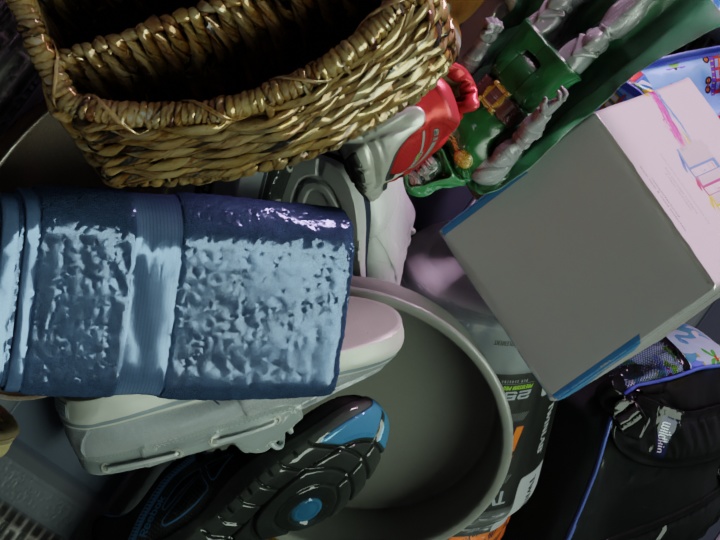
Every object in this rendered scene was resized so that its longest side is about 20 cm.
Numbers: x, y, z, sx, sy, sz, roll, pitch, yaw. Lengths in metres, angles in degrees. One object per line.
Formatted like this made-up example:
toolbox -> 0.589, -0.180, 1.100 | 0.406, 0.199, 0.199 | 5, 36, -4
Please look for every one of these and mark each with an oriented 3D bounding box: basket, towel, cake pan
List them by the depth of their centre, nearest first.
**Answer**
basket -> -0.066, -0.139, 1.367 | 0.200, 0.143, 0.149 | -18, 144, 3
towel -> -0.105, 0.011, 1.471 | 0.200, 0.049, 0.112 | 3, 111, -20
cake pan -> -0.007, 0.084, 1.698 | 0.037, 0.200, 0.200 | -76, 175, -55

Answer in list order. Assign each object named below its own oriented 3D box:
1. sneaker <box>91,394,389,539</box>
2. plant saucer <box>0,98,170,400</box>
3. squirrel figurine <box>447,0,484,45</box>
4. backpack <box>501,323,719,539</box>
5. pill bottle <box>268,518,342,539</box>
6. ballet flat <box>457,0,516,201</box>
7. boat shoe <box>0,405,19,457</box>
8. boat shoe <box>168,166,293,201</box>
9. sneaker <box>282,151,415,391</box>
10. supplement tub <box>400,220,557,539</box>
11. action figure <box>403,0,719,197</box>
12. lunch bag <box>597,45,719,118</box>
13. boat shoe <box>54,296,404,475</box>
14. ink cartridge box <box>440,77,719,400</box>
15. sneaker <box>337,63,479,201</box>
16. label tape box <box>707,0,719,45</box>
sneaker -> -0.076, 0.126, 1.670 | 0.200, 0.082, 0.073 | -35, 139, 5
plant saucer -> -0.154, -0.024, 1.523 | 0.200, 0.032, 0.200 | -34, 141, -33
squirrel figurine -> 0.023, -0.204, 1.542 | 0.200, 0.142, 0.187 | -23, 147, -23
backpack -> 0.173, 0.115, 1.991 | 0.200, 0.147, 0.183 | -11, 126, -45
pill bottle -> -0.063, 0.207, 1.779 | 0.200, 0.111, 0.111 | -36, 143, -31
ballet flat -> 0.080, -0.112, 1.736 | 0.071, 0.071, 0.200 | -29, 150, -38
boat shoe -> -0.259, 0.100, 1.447 | 0.200, 0.072, 0.068 | 2, 119, -53
boat shoe -> -0.073, -0.027, 1.541 | 0.057, 0.069, 0.200 | -8, 122, -52
sneaker -> 0.000, 0.000, 1.725 | 0.080, 0.076, 0.200 | -41, 148, -41
supplement tub -> 0.067, 0.079, 1.834 | 0.122, 0.123, 0.200 | -23, 135, -43
action figure -> 0.097, -0.113, 1.616 | 0.200, 0.118, 0.055 | -46, 156, 14
lunch bag -> 0.234, -0.084, 1.915 | 0.200, 0.094, 0.151 | -25, 152, -39
boat shoe -> -0.071, 0.068, 1.615 | 0.201, 0.070, 0.072 | -13, 121, -4
ink cartridge box -> 0.164, -0.024, 1.723 | 0.129, 0.125, 0.200 | -37, 174, 26
sneaker -> 0.024, -0.085, 1.569 | 0.085, 0.077, 0.200 | -26, -172, 2
label tape box -> 0.291, -0.214, 1.939 | 0.143, 0.066, 0.200 | -57, 147, 2
